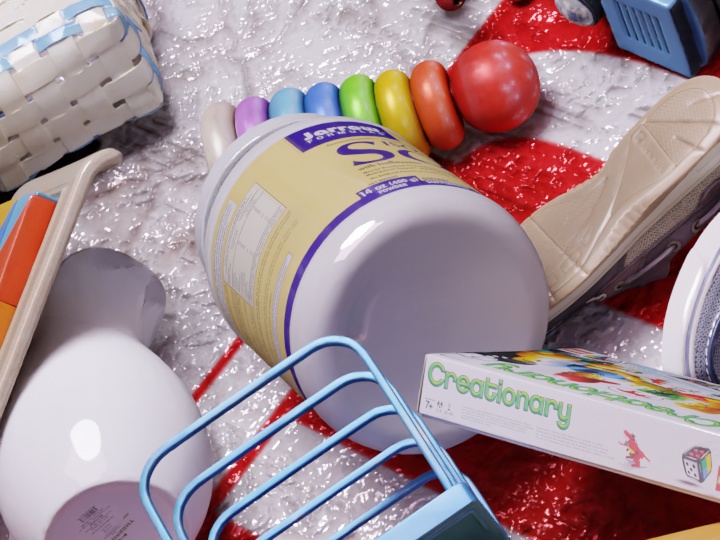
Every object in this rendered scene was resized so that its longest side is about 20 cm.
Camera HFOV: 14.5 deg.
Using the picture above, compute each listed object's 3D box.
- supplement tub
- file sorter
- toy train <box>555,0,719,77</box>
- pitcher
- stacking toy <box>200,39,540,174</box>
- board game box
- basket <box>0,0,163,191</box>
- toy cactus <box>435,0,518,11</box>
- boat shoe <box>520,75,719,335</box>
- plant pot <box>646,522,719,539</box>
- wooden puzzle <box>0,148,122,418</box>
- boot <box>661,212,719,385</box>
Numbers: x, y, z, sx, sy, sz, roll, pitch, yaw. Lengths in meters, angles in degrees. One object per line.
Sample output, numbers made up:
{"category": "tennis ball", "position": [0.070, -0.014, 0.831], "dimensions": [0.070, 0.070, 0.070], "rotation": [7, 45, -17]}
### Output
{"category": "supplement tub", "position": [0.000, 0.000, 1.533], "dimensions": [0.145, 0.146, 0.200], "rotation": [-40, 30, -6]}
{"category": "file sorter", "position": [-0.003, 0.139, 1.384], "dimensions": [0.139, 0.200, 0.123], "rotation": [-35, 60, 1]}
{"category": "toy train", "position": [0.199, -0.211, 1.659], "dimensions": [0.114, 0.087, 0.200], "rotation": [29, 69, 32]}
{"category": "pitcher", "position": [-0.166, 0.105, 1.597], "dimensions": [0.172, 0.121, 0.200], "rotation": [-46, 32, 18]}
{"category": "stacking toy", "position": [0.011, -0.084, 1.672], "dimensions": [0.199, 0.086, 0.086], "rotation": [-16, 48, 8]}
{"category": "board game box", "position": [0.143, 0.074, 1.384], "dimensions": [0.199, 0.126, 0.035], "rotation": [14, 99, 41]}
{"category": "basket", "position": [-0.224, -0.157, 1.809], "dimensions": [0.176, 0.139, 0.200], "rotation": [-28, 51, -1]}
{"category": "toy cactus", "position": [0.076, -0.251, 1.763], "dimensions": [0.165, 0.102, 0.200], "rotation": [25, 77, 51]}
{"category": "boat shoe", "position": [0.143, -0.019, 1.544], "dimensions": [0.200, 0.065, 0.072], "rotation": [-46, 38, 15]}
{"category": "plant pot", "position": [0.151, 0.199, 1.288], "dimensions": [0.183, 0.201, 0.200], "rotation": [-24, 44, -11]}
{"category": "wooden puzzle", "position": [-0.211, 0.022, 1.623], "dimensions": [0.201, 0.037, 0.185], "rotation": [-65, 15, -12]}
{"category": "boot", "position": [0.238, -0.010, 1.476], "dimensions": [0.090, 0.073, 0.200], "rotation": [12, 60, 42]}
